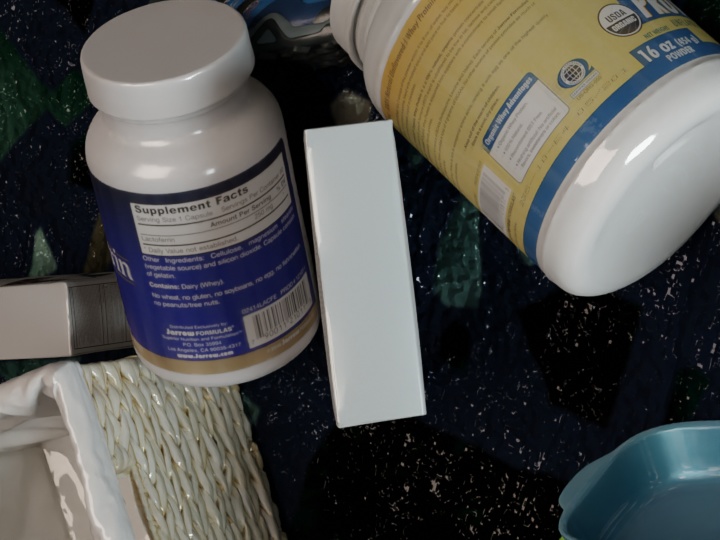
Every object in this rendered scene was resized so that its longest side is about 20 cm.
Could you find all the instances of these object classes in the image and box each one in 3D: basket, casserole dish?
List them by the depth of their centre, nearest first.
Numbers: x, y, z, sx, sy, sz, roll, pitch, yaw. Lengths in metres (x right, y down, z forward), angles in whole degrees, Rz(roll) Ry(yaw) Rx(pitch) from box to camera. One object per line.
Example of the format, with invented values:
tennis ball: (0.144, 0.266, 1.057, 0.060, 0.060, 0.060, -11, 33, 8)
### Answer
casserole dish: (0.194, 0.121, 1.162, 0.199, 0.121, 0.039, -3, 116, 37)
basket: (-0.169, 0.166, 1.410, 0.199, 0.160, 0.199, -24, 81, 35)

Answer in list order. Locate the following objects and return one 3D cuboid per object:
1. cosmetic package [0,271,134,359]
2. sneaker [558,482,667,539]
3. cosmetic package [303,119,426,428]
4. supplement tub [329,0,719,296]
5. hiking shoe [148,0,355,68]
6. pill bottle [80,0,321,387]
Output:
cosmetic package: (-0.231, 0.031, 1.497, 0.199, 0.082, 0.051, -4, 90, 37)
sneaker: (0.101, 0.196, 1.216, 0.071, 0.083, 0.201, 26, 80, 34)
cosmetic package: (0.000, 0.000, 1.251, 0.051, 0.200, 0.152, -9, 91, -1)
supplement tub: (0.092, -0.101, 1.192, 0.200, 0.144, 0.145, 45, 119, 25)
hiking shoe: (-0.051, -0.162, 1.342, 0.199, 0.074, 0.087, -1, 89, 34)
pill bottle: (-0.092, -0.044, 1.315, 0.115, 0.116, 0.201, 17, 131, 35)
